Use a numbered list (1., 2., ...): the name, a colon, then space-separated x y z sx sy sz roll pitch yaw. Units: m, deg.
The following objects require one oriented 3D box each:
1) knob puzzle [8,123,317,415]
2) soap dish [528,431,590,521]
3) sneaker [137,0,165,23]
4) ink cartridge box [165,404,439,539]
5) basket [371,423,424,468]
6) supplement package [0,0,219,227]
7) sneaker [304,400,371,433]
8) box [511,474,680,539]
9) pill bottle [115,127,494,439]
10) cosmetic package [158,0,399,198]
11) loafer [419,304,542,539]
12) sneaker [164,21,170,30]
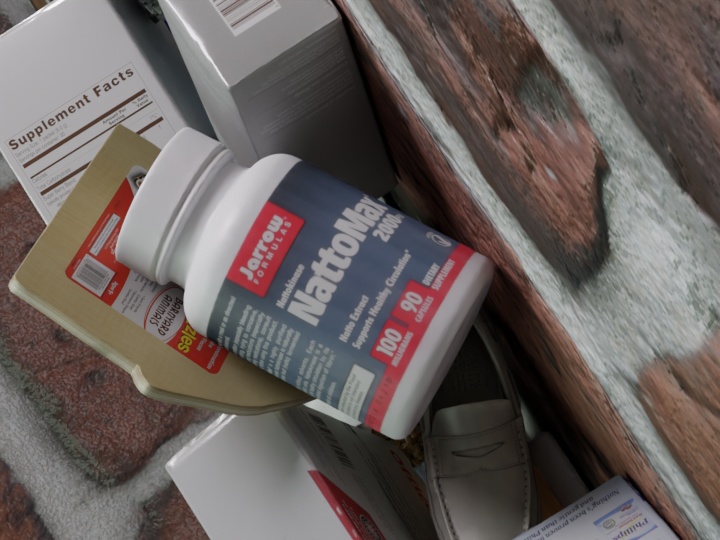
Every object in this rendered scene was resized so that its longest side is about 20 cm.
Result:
1. knob puzzle: -0.100 0.019 1.582 0.220 0.220 0.030 55 130 21
2. soap dish: 0.121 0.191 1.737 0.157 0.081 0.200 57 174 7
3. sneaker: -0.121 -0.208 1.656 0.074 0.079 0.200 54 180 -5
4. ink cartridge box: -0.013 0.167 1.632 0.147 0.083 0.200 55 -168 26
5. basket: -0.027 0.090 1.893 0.149 0.143 0.200 56 172 9
6. supplement package: -0.160 -0.085 1.747 0.200 0.120 0.121 58 -169 -4
7. sneaker: 0.011 0.053 1.689 0.088 0.075 0.200 28 147 -6
8. box: 0.178 0.252 1.495 0.200 0.105 0.184 51 170 51
9. pill bottle: -0.035 0.002 1.521 0.200 0.120 0.120 27 169 6
10. cosmetic package: -0.051 -0.113 1.599 0.107 0.090 0.200 54 175 28
11. loafer: 0.066 0.102 1.582 0.070 0.070 0.200 70 -174 -61
12. sneaker: -0.116 -0.162 1.963 0.100 0.070 0.200 49 175 16
